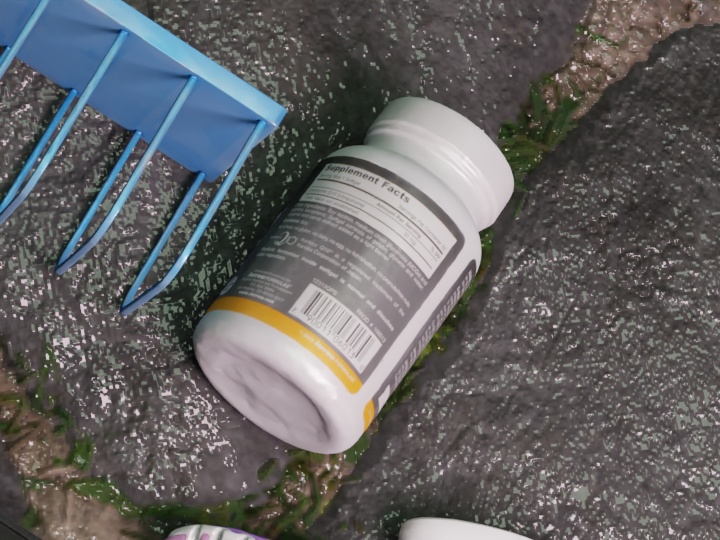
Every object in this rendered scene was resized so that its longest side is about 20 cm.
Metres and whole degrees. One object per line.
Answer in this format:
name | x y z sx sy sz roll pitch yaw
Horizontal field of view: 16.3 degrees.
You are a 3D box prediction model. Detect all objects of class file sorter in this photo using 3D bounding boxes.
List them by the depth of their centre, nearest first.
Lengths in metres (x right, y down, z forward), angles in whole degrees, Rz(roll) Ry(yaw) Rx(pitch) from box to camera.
file sorter | -0.171 -0.081 1.431 0.200 0.139 0.123 33 71 -11

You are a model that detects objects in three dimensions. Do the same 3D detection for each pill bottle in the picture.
pill bottle | 0.000 0.000 1.488 0.116 0.116 0.200 40 65 -7

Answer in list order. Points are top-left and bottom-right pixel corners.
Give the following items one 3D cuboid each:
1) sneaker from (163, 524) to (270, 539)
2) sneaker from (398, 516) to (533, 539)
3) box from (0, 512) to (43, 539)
sneaker | -0.022 0.196 1.452 0.200 0.088 0.081 18 104 5
sneaker | 0.104 0.216 1.493 0.200 0.073 0.085 29 65 -14
box | -0.210 0.236 1.338 0.193 0.048 0.200 32 65 16
